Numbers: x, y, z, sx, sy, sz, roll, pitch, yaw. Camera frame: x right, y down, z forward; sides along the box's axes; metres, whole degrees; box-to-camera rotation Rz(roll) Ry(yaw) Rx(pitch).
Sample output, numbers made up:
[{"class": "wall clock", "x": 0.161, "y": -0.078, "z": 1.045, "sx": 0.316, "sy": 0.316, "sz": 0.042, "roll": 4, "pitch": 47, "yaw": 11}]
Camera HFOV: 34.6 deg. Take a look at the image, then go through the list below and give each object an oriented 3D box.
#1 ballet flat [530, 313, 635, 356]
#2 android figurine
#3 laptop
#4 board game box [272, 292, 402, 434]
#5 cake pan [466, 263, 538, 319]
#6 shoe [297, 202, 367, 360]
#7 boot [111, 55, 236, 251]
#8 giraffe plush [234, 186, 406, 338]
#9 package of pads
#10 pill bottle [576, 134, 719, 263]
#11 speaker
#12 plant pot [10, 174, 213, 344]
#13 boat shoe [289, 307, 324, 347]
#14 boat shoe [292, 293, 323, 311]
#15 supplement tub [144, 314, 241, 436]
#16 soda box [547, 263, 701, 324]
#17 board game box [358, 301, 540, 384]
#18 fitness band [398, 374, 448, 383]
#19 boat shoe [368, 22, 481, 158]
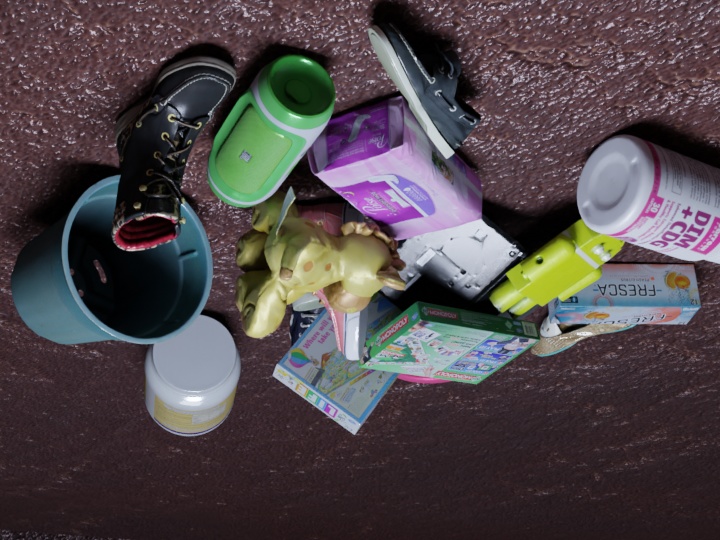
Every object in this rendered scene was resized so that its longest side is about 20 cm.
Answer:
[{"class": "ballet flat", "x": 0.319, "y": 0.070, "z": 1.705, "sx": 0.200, "sy": 0.071, "sz": 0.065, "roll": -26, "pitch": 117, "yaw": 39}, {"class": "android figurine", "x": 0.259, "y": -0.008, "z": 1.459, "sx": 0.200, "sy": 0.041, "sz": 0.182, "roll": -35, "pitch": 158, "yaw": 12}, {"class": "laptop", "x": 0.137, "y": -0.009, "z": 1.491, "sx": 0.200, "sy": 0.103, "sz": 0.177, "roll": 37, "pitch": 119, "yaw": -12}, {"class": "board game box", "x": -0.005, "y": 0.104, "z": 1.545, "sx": 0.134, "sy": 0.200, "sz": 0.034, "roll": 36, "pitch": 145, "yaw": 7}, {"class": "cake pan", "x": 0.165, "y": 0.040, "z": 1.624, "sx": 0.200, "sy": 0.037, "sz": 0.200, "roll": -7, "pitch": 156, "yaw": -3}, {"class": "shoe", "x": -0.041, "y": 0.013, "z": 1.441, "sx": 0.091, "sy": 0.200, "sz": 0.071, "roll": 0, "pitch": -167, "yaw": 9}, {"class": "boot", "x": -0.194, "y": -0.117, "z": 1.177, "sx": 0.073, "sy": 0.151, "sz": 0.200, "roll": 20, "pitch": 148, "yaw": -37}, {"class": "giraffe plush", "x": -0.039, "y": -0.011, "z": 1.326, "sx": 0.162, "sy": 0.173, "sz": 0.200, "roll": 10, "pitch": 147, "yaw": -23}, {"class": "package of pads", "x": 0.042, "y": -0.107, "z": 1.288, "sx": 0.120, "sy": 0.076, "sz": 0.200, "roll": -15, "pitch": 151, "yaw": 27}, {"class": "pill bottle", "x": 0.356, "y": -0.075, "z": 1.315, "sx": 0.200, "sy": 0.114, "sz": 0.113, "roll": 14, "pitch": 151, "yaw": -29}, {"class": "speaker", "x": -0.097, "y": -0.141, "z": 1.204, "sx": 0.088, "sy": 0.089, "sz": 0.200, "roll": 10, "pitch": 153, "yaw": -21}, {"class": "plant pot", "x": -0.317, "y": 0.005, "z": 1.410, "sx": 0.200, "sy": 0.201, "sz": 0.196, "roll": 20, "pitch": 156, "yaw": -37}, {"class": "boat shoe", "x": -0.061, "y": 0.072, "z": 1.649, "sx": 0.075, "sy": 0.093, "sz": 0.200, "roll": 3, "pitch": 155, "yaw": -7}, {"class": "boat shoe", "x": 0.000, "y": 0.000, "z": 1.524, "sx": 0.201, "sy": 0.061, "sz": 0.072, "roll": -13, "pitch": 166, "yaw": -20}, {"class": "supplement tub", "x": -0.260, "y": 0.161, "z": 1.780, "sx": 0.145, "sy": 0.146, "sz": 0.200, "roll": 4, "pitch": 155, "yaw": -9}, {"class": "soda box", "x": 0.361, "y": 0.033, "z": 1.595, "sx": 0.200, "sy": 0.068, "sz": 0.064, "roll": 0, "pitch": 155, "yaw": -4}, {"class": "board game box", "x": 0.114, "y": 0.096, "z": 1.492, "sx": 0.200, "sy": 0.029, "sz": 0.135, "roll": 11, "pitch": 145, "yaw": -34}, {"class": "fitness band", "x": 0.128, "y": 0.135, "z": 1.853, "sx": 0.143, "sy": 0.037, "sz": 0.200, "roll": 17, "pitch": 149, "yaw": -32}, {"class": "boat shoe", "x": 0.071, "y": -0.187, "z": 1.135, "sx": 0.066, "sy": 0.075, "sz": 0.199, "roll": -34, "pitch": 139, "yaw": 4}]
